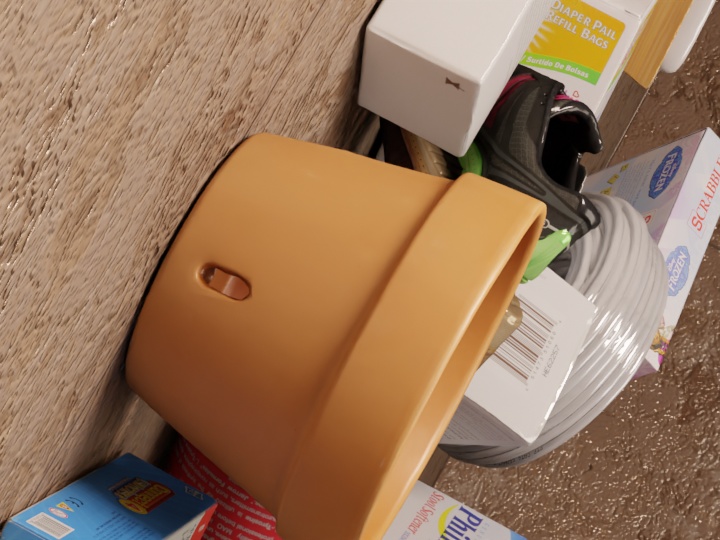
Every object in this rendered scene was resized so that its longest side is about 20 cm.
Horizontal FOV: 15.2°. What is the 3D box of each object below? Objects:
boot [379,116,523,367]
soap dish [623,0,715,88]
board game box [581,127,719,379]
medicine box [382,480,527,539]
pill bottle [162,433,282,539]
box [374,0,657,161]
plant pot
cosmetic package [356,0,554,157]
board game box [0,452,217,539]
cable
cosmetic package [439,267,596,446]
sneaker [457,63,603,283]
[{"bbox_3d":[0.000,0.000,1.571,0.166,0.200,0.072,-34,141,23],"label":"boot"},{"bbox_3d":[0.183,-0.240,1.737,0.200,0.081,0.157,-65,-151,21],"label":"soap dish"},{"bbox_3d":[0.152,0.009,1.873,0.199,0.041,0.200,-22,-148,46],"label":"board game box"},{"bbox_3d":[-0.029,0.208,1.636,0.182,0.200,0.103,-65,172,24],"label":"medicine box"},{"bbox_3d":[-0.058,0.130,1.495,0.200,0.112,0.112,-65,173,22],"label":"pill bottle"},{"bbox_3d":[0.092,-0.107,1.670,0.200,0.112,0.101,-63,175,23],"label":"box"},{"bbox_3d":[-0.018,0.026,1.275,0.200,0.140,0.200,-60,172,-14],"label":"plant pot"},{"bbox_3d":[0.077,-0.174,1.481,0.200,0.071,0.101,-60,173,-20],"label":"cosmetic package"},{"bbox_3d":[-0.155,0.197,1.279,0.196,0.056,0.200,-64,173,9],"label":"board game box"},{"bbox_3d":[0.113,0.037,1.744,0.200,0.069,0.200,-51,-160,-19],"label":"cable"},{"bbox_3d":[0.041,0.048,1.647,0.200,0.074,0.102,-3,-126,57],"label":"cosmetic package"},{"bbox_3d":[0.095,-0.079,1.531,0.077,0.084,0.200,46,24,-47],"label":"sneaker"}]
